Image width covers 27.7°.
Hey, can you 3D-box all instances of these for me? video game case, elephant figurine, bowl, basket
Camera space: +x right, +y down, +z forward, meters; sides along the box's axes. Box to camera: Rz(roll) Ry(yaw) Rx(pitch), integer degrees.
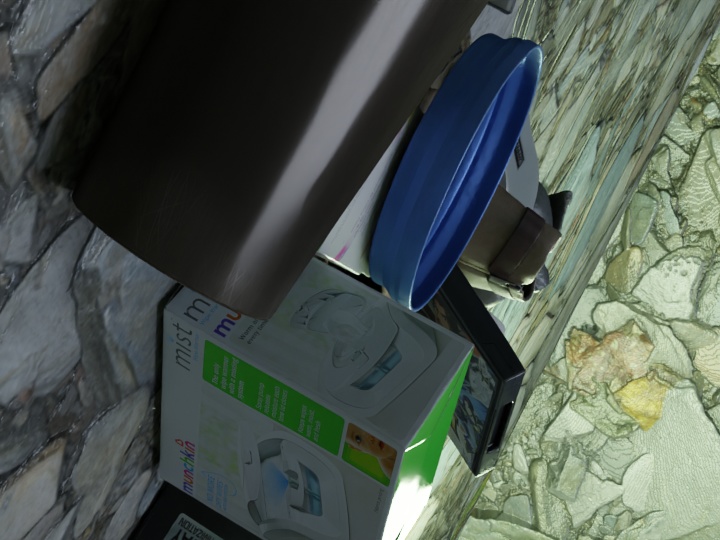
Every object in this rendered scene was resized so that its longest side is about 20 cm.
[{"bbox_3d":[0.064,0.051,1.221,0.025,0.201,0.181,-23,153,-17],"label":"video game case"},{"bbox_3d":[0.140,-0.054,1.459,0.154,0.143,0.200,-22,-170,20],"label":"elephant figurine"},{"bbox_3d":[0.064,-0.070,1.003,0.202,0.039,0.201,-60,168,-20],"label":"bowl"},{"bbox_3d":[-0.039,-0.091,0.685,0.201,0.135,0.180,-58,172,4],"label":"basket"}]

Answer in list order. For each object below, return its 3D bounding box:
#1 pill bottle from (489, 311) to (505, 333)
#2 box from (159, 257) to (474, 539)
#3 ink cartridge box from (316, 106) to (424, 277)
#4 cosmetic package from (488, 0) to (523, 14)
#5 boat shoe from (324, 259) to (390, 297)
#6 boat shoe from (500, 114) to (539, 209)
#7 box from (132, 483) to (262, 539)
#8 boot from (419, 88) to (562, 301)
[{"bbox_3d":[0.054,0.117,1.466,0.201,0.112,0.112,-59,166,-6],"label":"pill bottle"},{"bbox_3d":[-0.035,0.092,0.954,0.097,0.175,0.201,-52,164,-36],"label":"box"},{"bbox_3d":[-0.014,-0.069,0.941,0.118,0.067,0.200,-63,166,-1],"label":"ink cartridge box"},{"bbox_3d":[0.132,-0.282,1.041,0.200,0.071,0.106,-49,163,-42],"label":"cosmetic package"},{"bbox_3d":[0.000,0.000,1.139,0.069,0.073,0.201,-52,155,-23],"label":"boat shoe"},{"bbox_3d":[0.113,-0.099,1.282,0.071,0.063,0.201,-51,148,-31],"label":"boat shoe"},{"bbox_3d":[-0.088,0.261,1.052,0.159,0.199,0.050,-56,170,-15],"label":"box"},{"bbox_3d":[0.100,-0.056,1.217,0.070,0.145,0.201,-52,164,-24],"label":"boot"}]
